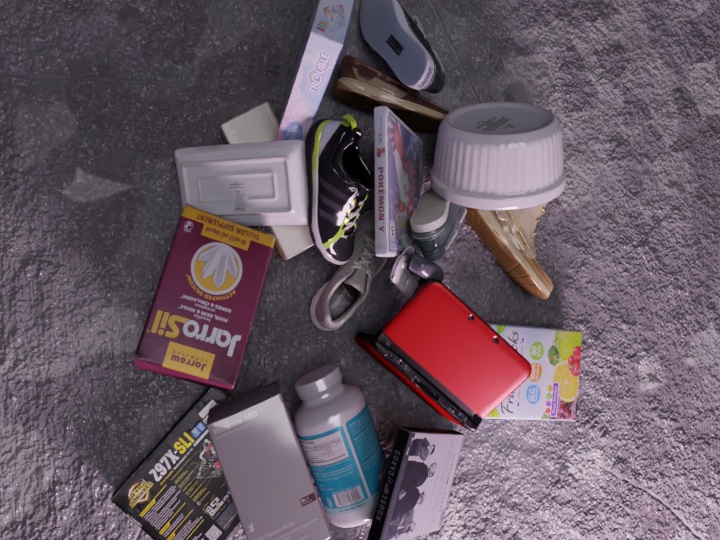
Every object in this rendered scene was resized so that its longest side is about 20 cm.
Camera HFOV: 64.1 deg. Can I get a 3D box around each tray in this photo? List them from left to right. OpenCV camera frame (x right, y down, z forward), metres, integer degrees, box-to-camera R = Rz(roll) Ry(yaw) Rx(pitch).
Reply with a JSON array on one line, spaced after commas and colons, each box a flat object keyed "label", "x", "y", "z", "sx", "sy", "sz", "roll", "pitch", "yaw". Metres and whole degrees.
[{"label": "tray", "x": -0.162, "y": -0.112, "z": 0.768, "sx": 0.193, "sy": 0.022, "sz": 0.111, "roll": 0, "pitch": 105, "yaw": 16}]

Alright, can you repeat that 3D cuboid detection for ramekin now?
[{"label": "ramekin", "x": 0.196, "y": -0.171, "z": 0.819, "sx": 0.196, "sy": 0.203, "sz": 0.097, "roll": -14, "pitch": 122, "yaw": -15}]

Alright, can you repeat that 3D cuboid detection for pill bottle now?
[{"label": "pill bottle", "x": -0.028, "y": 0.243, "z": 0.816, "sx": 0.108, "sy": 0.111, "sz": 0.206, "roll": -21, "pitch": 95, "yaw": -14}]

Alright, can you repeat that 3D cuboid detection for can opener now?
[{"label": "can opener", "x": 0.099, "y": 0.032, "z": 0.820, "sx": 0.054, "sy": 0.066, "sz": 0.200, "roll": -57, "pitch": 145, "yaw": -10}]

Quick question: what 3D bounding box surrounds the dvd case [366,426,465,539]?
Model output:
[{"label": "dvd case", "x": 0.087, "y": 0.307, "z": 0.830, "sx": 0.198, "sy": 0.024, "sz": 0.155, "roll": 26, "pitch": 79, "yaw": -56}]

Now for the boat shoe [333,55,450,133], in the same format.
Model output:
[{"label": "boat shoe", "x": 0.057, "y": -0.269, "z": 0.868, "sx": 0.194, "sy": 0.072, "sz": 0.075, "roll": 15, "pitch": 81, "yaw": -13}]

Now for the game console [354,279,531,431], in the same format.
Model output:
[{"label": "game console", "x": 0.111, "y": 0.119, "z": 0.825, "sx": 0.199, "sy": 0.172, "sz": 0.120, "roll": 41, "pitch": 79, "yaw": -10}]

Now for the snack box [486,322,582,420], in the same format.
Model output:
[{"label": "snack box", "x": 0.258, "y": 0.163, "z": 0.926, "sx": 0.193, "sy": 0.053, "sz": 0.148, "roll": 6, "pitch": 87, "yaw": -15}]

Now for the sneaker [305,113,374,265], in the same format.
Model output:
[{"label": "sneaker", "x": -0.022, "y": -0.096, "z": 0.744, "sx": 0.072, "sy": 0.081, "sz": 0.206, "roll": -42, "pitch": 134, "yaw": -47}]

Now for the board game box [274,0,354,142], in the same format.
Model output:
[{"label": "board game box", "x": -0.052, "y": -0.290, "z": 0.737, "sx": 0.042, "sy": 0.200, "sz": 0.205, "roll": 17, "pitch": 61, "yaw": -12}]

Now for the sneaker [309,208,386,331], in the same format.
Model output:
[{"label": "sneaker", "x": 0.000, "y": 0.000, "z": 0.836, "sx": 0.074, "sy": 0.092, "sz": 0.204, "roll": 29, "pitch": 82, "yaw": -14}]

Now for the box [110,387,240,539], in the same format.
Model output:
[{"label": "box", "x": -0.214, "y": 0.284, "z": 0.796, "sx": 0.160, "sy": 0.049, "sz": 0.201, "roll": 44, "pitch": 79, "yaw": -8}]

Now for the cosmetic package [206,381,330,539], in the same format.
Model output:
[{"label": "cosmetic package", "x": -0.121, "y": 0.264, "z": 0.754, "sx": 0.104, "sy": 0.090, "sz": 0.206, "roll": -22, "pitch": 98, "yaw": -11}]

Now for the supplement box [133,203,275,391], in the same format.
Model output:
[{"label": "supplement box", "x": -0.203, "y": 0.040, "z": 0.753, "sx": 0.127, "sy": 0.103, "sz": 0.207, "roll": 17, "pitch": 71, "yaw": -15}]

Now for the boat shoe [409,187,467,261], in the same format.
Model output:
[{"label": "boat shoe", "x": 0.121, "y": -0.079, "z": 0.847, "sx": 0.071, "sy": 0.201, "sz": 0.064, "roll": -8, "pitch": 113, "yaw": 26}]

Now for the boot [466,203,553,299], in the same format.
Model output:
[{"label": "boot", "x": 0.276, "y": -0.074, "z": 0.925, "sx": 0.155, "sy": 0.073, "sz": 0.201, "roll": -42, "pitch": 93, "yaw": -12}]

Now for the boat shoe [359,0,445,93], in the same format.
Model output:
[{"label": "boat shoe", "x": 0.065, "y": -0.339, "z": 0.849, "sx": 0.067, "sy": 0.074, "sz": 0.202, "roll": 6, "pitch": 43, "yaw": -47}]

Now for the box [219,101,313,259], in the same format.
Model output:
[{"label": "box", "x": -0.120, "y": -0.123, "z": 0.816, "sx": 0.080, "sy": 0.068, "sz": 0.205, "roll": -27, "pitch": 97, "yaw": -13}]

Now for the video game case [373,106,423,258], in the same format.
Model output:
[{"label": "video game case", "x": 0.059, "y": -0.112, "z": 0.812, "sx": 0.022, "sy": 0.199, "sz": 0.190, "roll": -1, "pitch": 89, "yaw": 20}]
